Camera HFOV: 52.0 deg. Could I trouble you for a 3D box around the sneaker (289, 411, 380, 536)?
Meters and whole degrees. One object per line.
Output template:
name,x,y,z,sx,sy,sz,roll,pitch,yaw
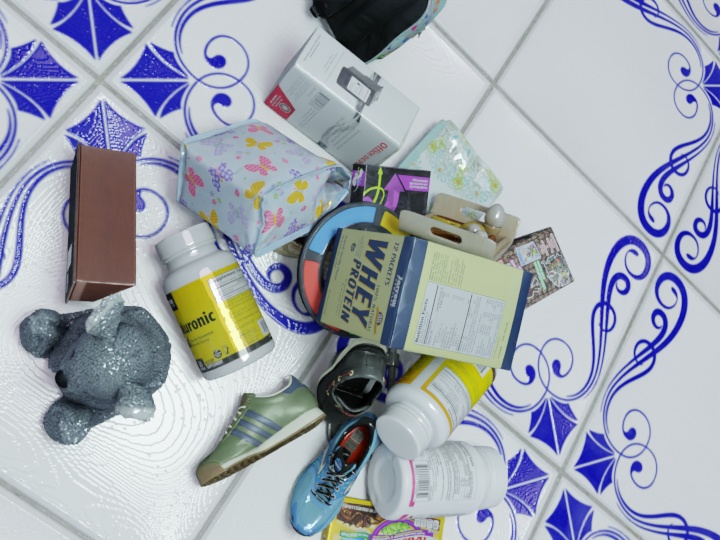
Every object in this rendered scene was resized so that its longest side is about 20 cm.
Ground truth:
sneaker,-0.039,0.286,1.064,0.078,0.090,0.201,31,76,7

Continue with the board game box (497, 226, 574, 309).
board game box,0.213,0.023,1.205,0.199,0.159,0.098,-25,92,-27

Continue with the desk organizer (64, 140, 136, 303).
desk organizer,-0.341,-0.061,0.974,0.076,0.072,0.202,6,64,-28

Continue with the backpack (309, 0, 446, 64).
backpack,0.041,-0.448,1.179,0.150,0.199,0.179,-39,98,-45

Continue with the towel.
towel,0.139,-0.140,1.259,0.171,0.048,0.200,48,66,-10

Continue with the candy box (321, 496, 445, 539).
candy box,0.035,0.411,1.131,0.198,0.026,0.103,17,77,-22

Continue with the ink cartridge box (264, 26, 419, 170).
ink cartridge box,-0.030,-0.254,1.141,0.199,0.145,0.084,35,66,-16

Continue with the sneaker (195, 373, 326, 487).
sneaker,-0.155,0.221,1.056,0.199,0.067,0.090,-27,72,-17

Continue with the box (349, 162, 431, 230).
box,0.042,-0.060,1.153,0.142,0.036,0.203,-2,102,-42

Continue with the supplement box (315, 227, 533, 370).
supplement box,0.081,0.036,0.993,0.198,0.199,0.136,14,88,-31

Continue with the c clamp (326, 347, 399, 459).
c clamp,0.028,0.199,1.160,0.169,0.027,0.203,13,77,-22

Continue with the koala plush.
koala plush,-0.310,0.110,0.916,0.182,0.200,0.179,-16,88,-27

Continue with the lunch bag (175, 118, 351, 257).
lunch bag,-0.131,-0.125,1.046,0.169,0.128,0.199,32,41,22

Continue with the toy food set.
toy food set,0.152,-0.075,1.094,0.142,0.200,0.061,20,108,17

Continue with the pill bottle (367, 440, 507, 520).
pill bottle,0.121,0.320,1.135,0.198,0.113,0.115,8,78,-29

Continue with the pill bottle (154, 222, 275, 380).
pill bottle,-0.207,0.041,1.027,0.111,0.111,0.202,-25,92,-27

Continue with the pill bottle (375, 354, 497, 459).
pill bottle,0.111,0.183,1.092,0.200,0.109,0.110,-40,99,-37

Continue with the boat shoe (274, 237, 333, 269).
boat shoe,-0.044,-0.039,1.143,0.198,0.064,0.072,7,79,-25

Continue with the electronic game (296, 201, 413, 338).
electronic game,0.000,0.000,1.082,0.198,0.042,0.203,-5,101,-26

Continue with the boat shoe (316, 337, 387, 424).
boat shoe,-0.018,0.170,1.036,0.073,0.202,0.064,14,52,-13
